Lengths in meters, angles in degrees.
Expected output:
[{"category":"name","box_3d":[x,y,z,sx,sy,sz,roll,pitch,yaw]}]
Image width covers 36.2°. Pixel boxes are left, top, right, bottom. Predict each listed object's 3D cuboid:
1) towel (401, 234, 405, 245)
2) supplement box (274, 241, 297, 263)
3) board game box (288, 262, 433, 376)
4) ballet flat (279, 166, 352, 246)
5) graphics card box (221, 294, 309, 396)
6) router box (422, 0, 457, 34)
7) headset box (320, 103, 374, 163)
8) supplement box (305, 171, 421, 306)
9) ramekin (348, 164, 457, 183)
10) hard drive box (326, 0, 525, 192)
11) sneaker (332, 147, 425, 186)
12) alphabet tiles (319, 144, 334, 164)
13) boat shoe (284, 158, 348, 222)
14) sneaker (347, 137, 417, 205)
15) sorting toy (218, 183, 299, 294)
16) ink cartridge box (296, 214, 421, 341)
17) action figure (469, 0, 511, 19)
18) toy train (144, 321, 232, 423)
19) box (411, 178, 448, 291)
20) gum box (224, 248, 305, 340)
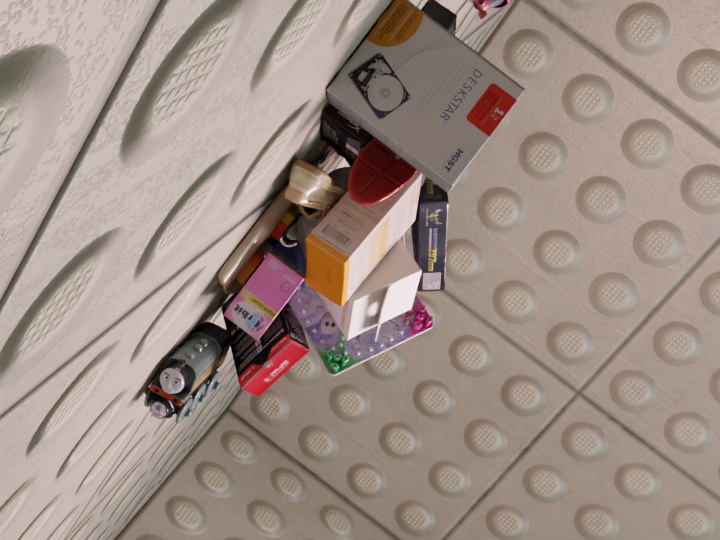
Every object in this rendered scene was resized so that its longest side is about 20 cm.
[{"category":"towel","box_3d":[-0.001,-0.065,1.931,0.030,0.199,0.147,-37,-132,48]},{"category":"supplement box","box_3d":[-0.096,-0.015,2.039,0.200,0.134,0.200,-53,179,27]},{"category":"board game box","box_3d":[-0.009,0.045,1.813,0.199,0.200,0.026,-24,162,-18]},{"category":"ballet flat","box_3d":[-0.069,-0.095,1.804,0.200,0.069,0.069,-36,-170,43]},{"category":"graphics card box","box_3d":[-0.161,0.096,1.834,0.125,0.051,0.200,-43,-140,18]},{"category":"router box","box_3d":[0.076,-0.316,1.748,0.200,0.052,0.157,-55,176,-1]},{"category":"headset box","box_3d":[0.033,-0.256,1.538,0.200,0.077,0.149,-54,179,-7]},{"category":"supplement box","box_3d":[0.004,-0.062,1.627,0.200,0.073,0.126,-49,162,-28]},{"category":"ramekin","box_3d":[0.076,-0.197,1.935,0.200,0.200,0.098,-54,176,36]},{"category":"hard drive box","box_3d":[0.081,-0.223,1.402,0.156,0.200,0.077,-54,179,-3]},{"category":"sneaker","box_3d":[0.000,-0.200,1.745,0.202,0.146,0.077,31,-90,52]},{"category":"alphabet tiles","box_3d":[-0.003,-0.255,1.810,0.167,0.006,0.200,-54,178,28]},{"category":"boat shoe","box_3d":[-0.067,-0.107,1.597,0.065,0.071,0.200,-64,162,-2]},{"category":"sneaker","box_3d":[0.048,-0.153,1.506,0.200,0.078,0.116,-50,176,-19]},{"category":"sorting toy","box_3d":[-0.148,-0.041,1.697,0.185,0.036,0.200,-53,178,-7]},{"category":"ink cartridge box","box_3d":[0.000,0.000,1.738,0.125,0.200,0.129,-25,155,-19]},{"category":"action figure","box_3d":[0.225,-0.460,1.721,0.134,0.149,0.200,-43,-158,62]},{"category":"toy train","box_3d":[-0.276,0.162,1.774,0.114,0.085,0.200,-67,171,24]},{"category":"box","box_3d":[0.112,-0.089,1.816,0.158,0.051,0.200,-94,-178,-46]},{"category":"gum box","box_3d":[-0.144,0.033,1.698,0.114,0.066,0.200,-53,-176,1]}]
